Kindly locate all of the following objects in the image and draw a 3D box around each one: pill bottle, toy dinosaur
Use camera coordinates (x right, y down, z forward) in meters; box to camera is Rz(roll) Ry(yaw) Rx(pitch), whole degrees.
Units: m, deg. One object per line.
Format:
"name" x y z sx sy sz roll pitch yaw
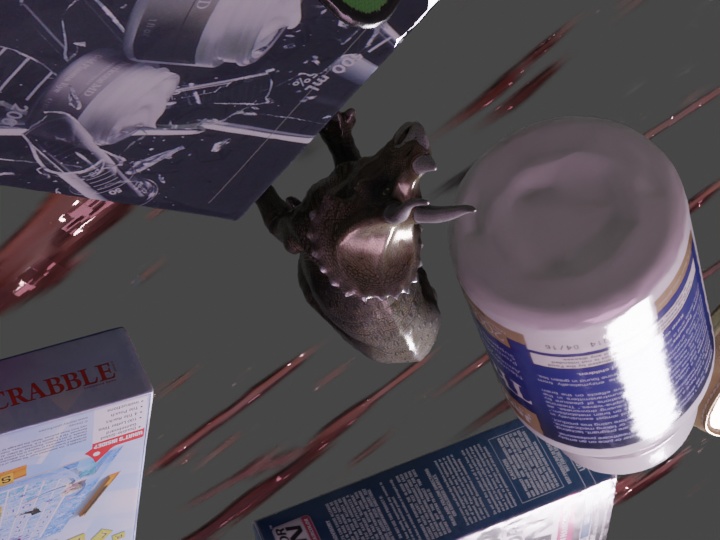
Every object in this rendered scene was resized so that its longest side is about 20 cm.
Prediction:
"pill bottle" 0.113 0.022 1.026 0.110 0.111 0.200 -28 148 -1
"toy dinosaur" 0.000 0.000 0.917 0.077 0.103 0.200 -23 147 -8

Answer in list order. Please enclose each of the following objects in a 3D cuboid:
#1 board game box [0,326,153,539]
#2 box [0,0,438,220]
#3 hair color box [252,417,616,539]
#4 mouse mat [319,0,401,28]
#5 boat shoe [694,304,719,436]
"board game box" -0.201 0.122 0.988 0.199 0.041 0.200 -15 147 -21
"box" -0.072 -0.120 0.648 0.181 0.105 0.200 6 144 -36
"hair color box" 0.042 0.153 1.205 0.199 0.061 0.100 -20 147 -12
"mouse mat" -0.003 -0.185 0.566 0.161 0.201 0.008 45 150 -26
"boat shoe" 0.246 0.035 1.190 0.072 0.065 0.200 -2 140 -35
